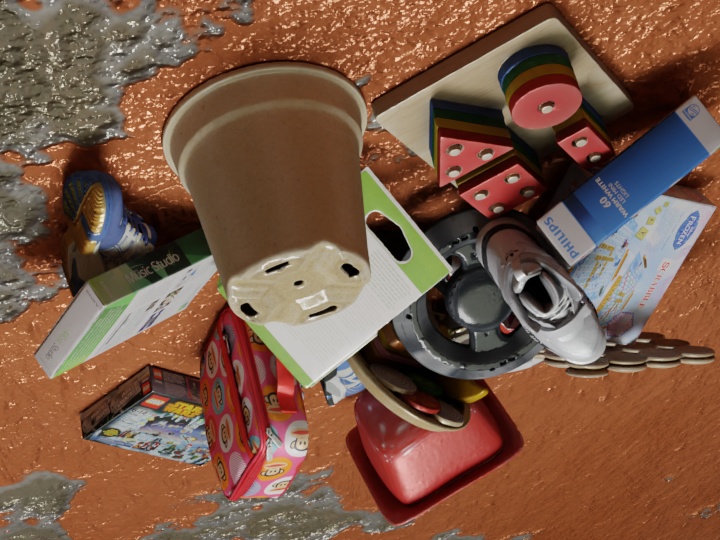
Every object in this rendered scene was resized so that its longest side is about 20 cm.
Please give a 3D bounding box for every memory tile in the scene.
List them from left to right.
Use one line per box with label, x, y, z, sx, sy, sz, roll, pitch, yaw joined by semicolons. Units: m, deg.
memory tile;0.304;0.098;1.712;0.199;0.017;0.153;-3;-172;-24

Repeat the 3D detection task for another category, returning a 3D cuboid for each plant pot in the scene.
plant pot;-0.072;-0.058;1.342;0.199;0.184;0.201;-11;149;-6

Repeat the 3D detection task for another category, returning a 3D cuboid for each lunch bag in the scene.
lunch bag;-0.117;0.144;1.646;0.081;0.201;0.176;1;144;-26

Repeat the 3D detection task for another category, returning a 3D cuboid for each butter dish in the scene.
butter dish;0.071;0.179;1.802;0.199;0.200;0.148;-30;128;-3

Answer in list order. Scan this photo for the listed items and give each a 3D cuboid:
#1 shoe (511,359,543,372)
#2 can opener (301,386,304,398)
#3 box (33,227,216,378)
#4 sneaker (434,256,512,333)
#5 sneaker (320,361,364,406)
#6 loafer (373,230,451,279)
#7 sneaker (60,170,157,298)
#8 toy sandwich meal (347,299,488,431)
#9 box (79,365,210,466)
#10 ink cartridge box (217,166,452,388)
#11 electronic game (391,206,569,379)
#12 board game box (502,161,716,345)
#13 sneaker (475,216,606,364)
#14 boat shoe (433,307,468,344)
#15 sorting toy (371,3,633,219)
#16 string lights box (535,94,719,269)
shoe;0.258;0.083;1.829;0.199;0.072;0.091;-30;144;19
can opener;-0.095;0.116;1.754;0.066;0.054;0.200;-11;149;-6
box;-0.224;0.026;1.472;0.200;0.036;0.144;-31;169;-47
sneaker;0.153;0.004;1.670;0.201;0.067;0.108;43;83;-27
sneaker;-0.019;0.098;1.749;0.077;0.076;0.200;-19;160;-5
loafer;0.000;0.000;1.586;0.199;0.068;0.071;-4;147;-3
sneaker;-0.243;-0.044;1.420;0.088;0.076;0.200;-13;159;-21
toy sandwich meal;0.061;0.095;1.646;0.205;0.206;0.070;19;119;-43
box;-0.232;0.186;1.827;0.137;0.040;0.199;-35;144;30
ink cartridge box;-0.026;0.000;1.502;0.200;0.076;0.148;-38;105;10
electronic game;0.129;0.026;1.557;0.199;0.042;0.201;-4;113;-9
board game box;0.274;-0.014;1.632;0.199;0.041;0.201;10;119;-34
sneaker;0.196;0.040;1.489;0.075;0.115;0.200;-38;114;7
boat shoe;0.116;0.070;1.760;0.199;0.060;0.072;-15;-167;7
sorting toy;0.148;-0.140;1.412;0.199;0.070;0.199;-27;147;22
string lights box;0.271;-0.087;1.468;0.200;0.059;0.103;-39;174;3
